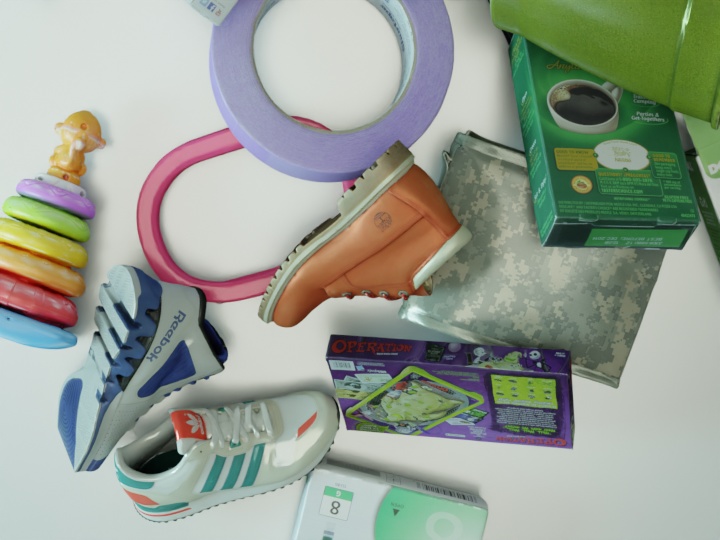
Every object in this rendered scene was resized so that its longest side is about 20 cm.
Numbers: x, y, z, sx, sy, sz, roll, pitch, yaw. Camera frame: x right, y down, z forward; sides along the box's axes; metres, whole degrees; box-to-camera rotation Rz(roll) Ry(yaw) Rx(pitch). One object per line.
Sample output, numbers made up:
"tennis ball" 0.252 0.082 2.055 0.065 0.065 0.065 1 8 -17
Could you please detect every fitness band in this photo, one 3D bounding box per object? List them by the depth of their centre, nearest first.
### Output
"fitness band" -0.093 -0.052 1.270 0.198 0.037 0.145 -17 94 0

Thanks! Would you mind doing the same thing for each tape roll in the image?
"tape roll" -0.025 -0.176 1.222 0.198 0.066 0.202 0 87 -8

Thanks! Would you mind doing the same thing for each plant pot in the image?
"plant pot" 0.206 -0.230 1.134 0.191 0.200 0.202 16 96 13

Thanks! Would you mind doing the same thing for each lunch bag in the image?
"lunch bag" 0.140 -0.012 1.238 0.198 0.118 0.166 18 97 -8

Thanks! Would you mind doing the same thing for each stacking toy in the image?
"stacking toy" -0.264 -0.039 1.241 0.115 0.110 0.202 20 84 -10

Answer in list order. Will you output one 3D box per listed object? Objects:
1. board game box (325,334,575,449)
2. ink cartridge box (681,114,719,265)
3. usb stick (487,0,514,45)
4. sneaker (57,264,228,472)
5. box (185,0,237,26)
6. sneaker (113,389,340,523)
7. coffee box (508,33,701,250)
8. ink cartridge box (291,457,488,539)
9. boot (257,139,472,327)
"board game box" 0.077 0.101 1.232 0.198 0.033 0.121 4 140 12
"ink cartridge box" 0.341 -0.074 1.264 0.103 0.059 0.202 -22 96 1
"usb stick" 0.141 -0.222 1.256 0.055 0.033 0.201 -27 96 0
"sneaker" -0.175 0.086 1.246 0.114 0.081 0.200 5 126 -33
"box" -0.085 -0.303 1.182 0.036 0.144 0.200 34 98 -33
"sneaker" -0.115 0.146 1.252 0.198 0.094 0.071 -21 55 4
"coffee box" 0.190 -0.110 1.180 0.122 0.044 0.202 1 57 -12
"ink cartridge box" 0.011 0.279 1.303 0.159 0.050 0.202 14 94 -3
"boot" 0.000 0.000 1.191 0.107 0.075 0.200 44 122 -3
